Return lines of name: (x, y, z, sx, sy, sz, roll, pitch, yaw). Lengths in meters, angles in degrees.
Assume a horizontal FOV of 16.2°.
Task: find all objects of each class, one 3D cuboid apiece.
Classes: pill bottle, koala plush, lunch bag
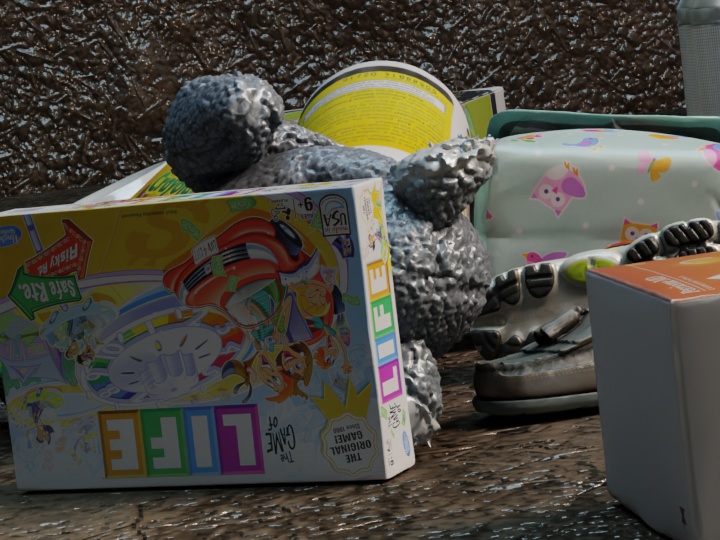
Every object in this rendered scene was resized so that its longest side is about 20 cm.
pill bottle: (0.008, -0.037, 1.483, 0.110, 0.112, 0.200, -6, 26, 7)
koala plush: (0.000, 0.000, 1.261, 0.183, 0.179, 0.200, 16, -7, -24)
lunch bag: (0.153, -0.036, 1.570, 0.169, 0.123, 0.200, 2, 7, 6)

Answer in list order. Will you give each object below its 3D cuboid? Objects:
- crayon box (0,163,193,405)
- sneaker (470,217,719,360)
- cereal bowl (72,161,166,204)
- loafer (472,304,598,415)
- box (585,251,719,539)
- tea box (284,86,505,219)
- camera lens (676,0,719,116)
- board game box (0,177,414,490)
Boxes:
crayon box: (-0.123, 0.003, 1.415, 0.200, 0.051, 0.127, -44, 16, -12)
sneaker: (0.159, 0.012, 1.387, 0.199, 0.078, 0.085, -5, 2, 16)
cereal bowl: (-0.152, -0.014, 1.664, 0.199, 0.084, 0.200, -26, 7, 3)
loafer: (0.145, 0.029, 1.287, 0.199, 0.063, 0.072, -10, 7, -21)
box: (0.202, 0.038, 0.988, 0.199, 0.098, 0.124, -8, 7, -9)
tea box: (0.003, -0.056, 1.878, 0.199, 0.135, 0.197, -6, 6, 15)
camera lens: (0.311, -0.120, 1.800, 0.159, 0.201, 0.160, -7, 6, 1)
board game box: (-0.078, 0.032, 1.187, 0.199, 0.135, 0.034, -4, 7, 25)
